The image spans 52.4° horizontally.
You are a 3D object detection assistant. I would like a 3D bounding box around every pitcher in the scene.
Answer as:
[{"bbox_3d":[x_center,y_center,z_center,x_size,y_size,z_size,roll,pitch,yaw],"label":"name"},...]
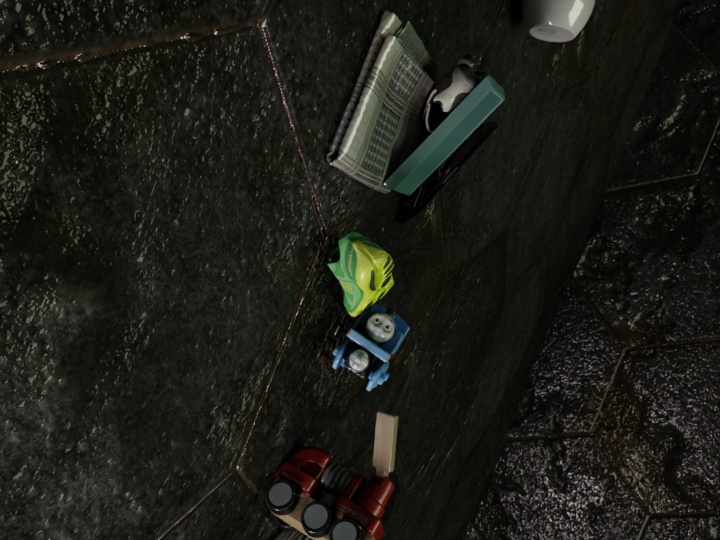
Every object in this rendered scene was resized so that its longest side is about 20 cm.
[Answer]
[{"bbox_3d":[0.346,-0.498,1.260,0.172,0.119,0.204,12,89,-81],"label":"pitcher"}]

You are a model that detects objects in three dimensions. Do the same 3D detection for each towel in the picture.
[{"bbox_3d":[0.039,-0.209,0.951,0.192,0.034,0.203,16,96,-66],"label":"towel"}]

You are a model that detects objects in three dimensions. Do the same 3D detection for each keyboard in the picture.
[{"bbox_3d":[0.119,-0.153,1.101,0.200,0.040,0.104,-49,173,30],"label":"keyboard"}]

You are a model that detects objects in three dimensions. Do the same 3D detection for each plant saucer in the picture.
[{"bbox_3d":[0.116,-0.176,0.993,0.200,0.019,0.070,-46,159,18],"label":"plant saucer"}]

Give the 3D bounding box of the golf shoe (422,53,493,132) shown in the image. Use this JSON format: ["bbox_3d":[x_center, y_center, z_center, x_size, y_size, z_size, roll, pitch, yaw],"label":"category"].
[{"bbox_3d":[0.120,-0.225,1.046,0.094,0.078,0.200,-43,169,-12],"label":"golf shoe"}]

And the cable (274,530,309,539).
[{"bbox_3d":[-0.119,0.515,1.211,0.199,0.068,0.203,10,101,-66],"label":"cable"}]

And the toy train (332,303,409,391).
[{"bbox_3d":[0.019,0.108,1.083,0.115,0.086,0.200,-59,172,-3],"label":"toy train"}]

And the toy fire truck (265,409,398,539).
[{"bbox_3d":[-0.026,0.307,1.092,0.201,0.174,0.130,-53,152,-29],"label":"toy fire truck"}]

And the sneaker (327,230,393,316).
[{"bbox_3d":[0.000,0.000,1.000,0.074,0.084,0.200,-36,165,-17],"label":"sneaker"}]
